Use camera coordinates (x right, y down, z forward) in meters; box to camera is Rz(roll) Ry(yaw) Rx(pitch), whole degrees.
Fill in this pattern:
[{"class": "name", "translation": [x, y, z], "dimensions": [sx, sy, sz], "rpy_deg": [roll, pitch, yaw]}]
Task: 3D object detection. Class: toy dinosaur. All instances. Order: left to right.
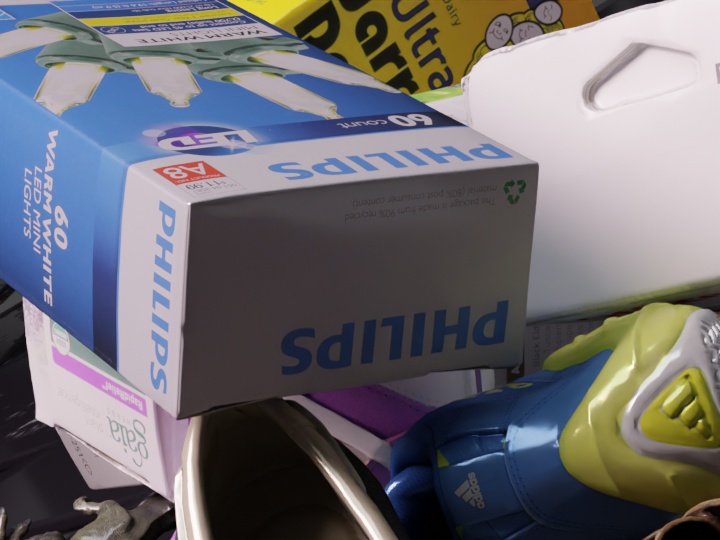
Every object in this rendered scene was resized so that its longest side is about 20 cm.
[{"class": "toy dinosaur", "translation": [-0.135, 0.135, 1.218], "dimensions": [0.200, 0.048, 0.088], "rpy_deg": [-40, 20, -33]}]

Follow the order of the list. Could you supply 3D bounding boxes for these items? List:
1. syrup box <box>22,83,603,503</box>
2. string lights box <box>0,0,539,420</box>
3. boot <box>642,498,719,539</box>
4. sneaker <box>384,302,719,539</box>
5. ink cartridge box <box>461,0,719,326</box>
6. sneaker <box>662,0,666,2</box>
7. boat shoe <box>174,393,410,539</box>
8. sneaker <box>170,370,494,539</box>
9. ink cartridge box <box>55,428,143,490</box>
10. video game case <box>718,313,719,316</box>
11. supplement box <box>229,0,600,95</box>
[{"class": "syrup box", "translation": [0.000, 0.000, 0.934], "dimensions": [0.200, 0.082, 0.079], "rpy_deg": [-14, 24, -33]}, {"class": "string lights box", "translation": [-0.049, -0.026, 0.809], "dimensions": [0.103, 0.059, 0.200], "rpy_deg": [-8, 22, -30]}, {"class": "boot", "translation": [0.084, 0.087, 0.725], "dimensions": [0.074, 0.076, 0.200], "rpy_deg": [-36, 10, -22]}, {"class": "sneaker", "translation": [0.056, 0.053, 0.822], "dimensions": [0.105, 0.076, 0.200], "rpy_deg": [-17, -13, 2]}, {"class": "ink cartridge box", "translation": [0.151, -0.036, 0.890], "dimensions": [0.200, 0.085, 0.146], "rpy_deg": [-1, -9, -43]}, {"class": "sneaker", "translation": [0.145, -0.110, 1.056], "dimensions": [0.200, 0.082, 0.075], "rpy_deg": [-37, 31, -1]}, {"class": "boat shoe", "translation": [0.000, 0.105, 0.694], "dimensions": [0.071, 0.063, 0.200], "rpy_deg": [-23, 40, -1]}, {"class": "sneaker", "translation": [-0.029, 0.087, 0.813], "dimensions": [0.201, 0.073, 0.114], "rpy_deg": [-65, -16, 3]}, {"class": "ink cartridge box", "translation": [-0.005, 0.020, 1.225], "dimensions": [0.200, 0.045, 0.176], "rpy_deg": [-35, 14, -31]}, {"class": "video game case", "translation": [0.098, -0.027, 1.076], "dimensions": [0.200, 0.026, 0.181], "rpy_deg": [4, 40, 37]}, {"class": "supplement box", "translation": [-0.022, -0.063, 1.082], "dimensions": [0.200, 0.109, 0.109], "rpy_deg": [-39, 30, -20]}]
